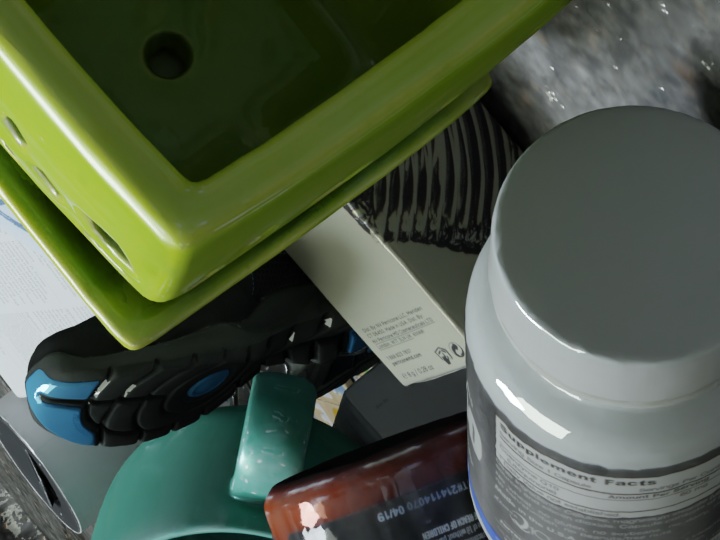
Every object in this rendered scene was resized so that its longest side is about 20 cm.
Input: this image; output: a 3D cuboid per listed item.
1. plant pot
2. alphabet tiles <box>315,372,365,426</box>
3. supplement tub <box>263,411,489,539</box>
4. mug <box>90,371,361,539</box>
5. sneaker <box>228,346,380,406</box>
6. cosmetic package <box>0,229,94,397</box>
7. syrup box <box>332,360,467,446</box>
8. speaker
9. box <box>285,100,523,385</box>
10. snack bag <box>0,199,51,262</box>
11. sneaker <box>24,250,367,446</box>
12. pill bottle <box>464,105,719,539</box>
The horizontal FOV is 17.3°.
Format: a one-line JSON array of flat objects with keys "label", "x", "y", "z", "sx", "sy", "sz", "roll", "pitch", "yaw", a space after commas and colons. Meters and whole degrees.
[{"label": "plant pot", "x": -0.054, "y": -0.103, "z": 0.775, "sx": 0.199, "sy": 0.200, "sz": 0.182, "roll": 50, "pitch": 159, "yaw": 8}, {"label": "alphabet tiles", "x": -0.035, "y": 0.040, "z": 1.398, "sx": 0.168, "sy": 0.008, "sz": 0.200, "roll": 57, "pitch": 163, "yaw": -17}, {"label": "supplement tub", "x": 0.039, "y": 0.167, "z": 0.969, "sx": 0.107, "sy": 0.106, "sz": 0.202, "roll": 158, "pitch": 93, "yaw": -73}, {"label": "mug", "x": -0.041, "y": 0.130, "z": 1.100, "sx": 0.152, "sy": 0.185, "sz": 0.115, "roll": 39, "pitch": -149, "yaw": -20}, {"label": "sneaker", "x": 0.000, "y": 0.000, "z": 1.112, "sx": 0.078, "sy": 0.086, "sz": 0.200, "roll": 63, "pitch": 144, "yaw": 12}, {"label": "cosmetic package", "x": -0.149, "y": -0.031, "z": 1.083, "sx": 0.150, "sy": 0.052, "sz": 0.201, "roll": -3, "pitch": 130, "yaw": 42}, {"label": "syrup box", "x": 0.035, "y": 0.093, "z": 1.188, "sx": 0.082, "sy": 0.079, "sz": 0.200, "roll": 48, "pitch": 163, "yaw": 11}, {"label": "speaker", "x": -0.092, "y": 0.045, "z": 1.213, "sx": 0.081, "sy": 0.200, "sz": 0.081, "roll": 46, "pitch": 162, "yaw": 19}, {"label": "box", "x": -0.007, "y": -0.056, "z": 0.935, "sx": 0.200, "sy": 0.082, "sz": 0.068, "roll": 48, "pitch": 152, "yaw": -11}, {"label": "snack bag", "x": -0.151, "y": -0.085, "z": 0.957, "sx": 0.188, "sy": 0.021, "sz": 0.200, "roll": 34, "pitch": 147, "yaw": 3}, {"label": "sneaker", "x": -0.065, "y": 0.011, "z": 0.968, "sx": 0.073, "sy": 0.199, "sz": 0.082, "roll": -43, "pitch": 73, "yaw": 43}, {"label": "pill bottle", "x": 0.093, "y": 0.034, "z": 0.841, "sx": 0.114, "sy": 0.114, "sz": 0.200, "roll": 45, "pitch": 162, "yaw": 23}]
